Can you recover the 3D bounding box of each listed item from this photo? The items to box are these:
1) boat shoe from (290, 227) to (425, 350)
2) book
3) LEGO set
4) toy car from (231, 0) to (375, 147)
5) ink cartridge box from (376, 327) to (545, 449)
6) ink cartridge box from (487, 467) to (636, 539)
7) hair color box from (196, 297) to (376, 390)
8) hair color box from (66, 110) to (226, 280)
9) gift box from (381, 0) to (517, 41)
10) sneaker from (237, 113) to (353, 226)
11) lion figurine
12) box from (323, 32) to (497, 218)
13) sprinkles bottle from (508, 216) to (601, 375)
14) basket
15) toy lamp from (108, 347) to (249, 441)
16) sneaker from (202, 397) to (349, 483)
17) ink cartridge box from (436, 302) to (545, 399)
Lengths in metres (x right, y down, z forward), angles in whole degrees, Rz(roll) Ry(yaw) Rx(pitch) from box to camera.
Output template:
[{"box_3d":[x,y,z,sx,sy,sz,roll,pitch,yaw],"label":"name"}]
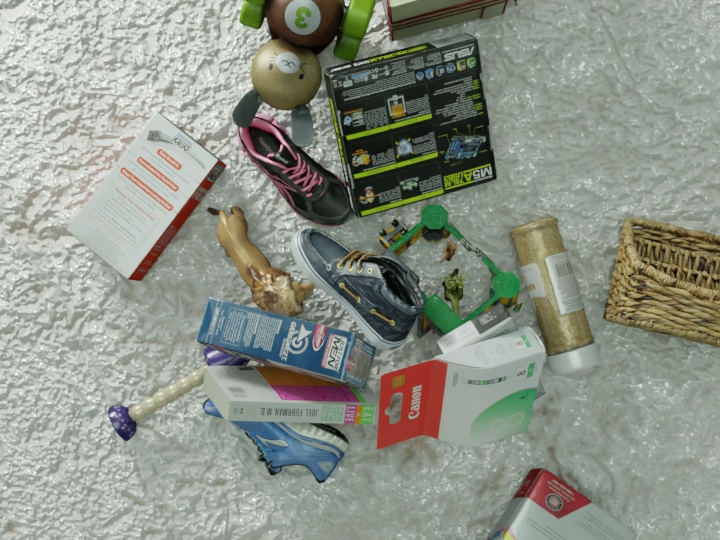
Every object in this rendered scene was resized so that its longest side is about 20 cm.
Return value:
[{"box_3d":[0.000,0.000,1.270,0.200,0.091,0.071,46,46,14],"label":"boat shoe"},{"box_3d":[-0.085,0.156,1.271,0.199,0.134,0.048,6,99,-22],"label":"book"},{"box_3d":[0.107,0.024,1.332,0.200,0.116,0.154,37,71,16],"label":"LEGO set"},{"box_3d":[-0.091,-0.266,1.303,0.163,0.158,0.201,17,80,-6],"label":"toy car"},{"box_3d":[0.121,0.161,1.240,0.199,0.162,0.050,-17,49,-17],"label":"ink cartridge box"},{"box_3d":[0.230,0.376,1.290,0.145,0.083,0.200,35,78,4],"label":"ink cartridge box"},{"box_3d":[-0.091,0.092,1.259,0.199,0.100,0.061,12,80,20],"label":"hair color box"},{"box_3d":[-0.286,-0.098,1.366,0.111,0.064,0.200,38,91,5],"label":"hair color box"},{"box_3d":[0.110,-0.406,1.293,0.186,0.200,0.186,-15,92,1],"label":"gift box"},{"box_3d":[-0.090,-0.133,1.341,0.200,0.095,0.079,41,89,2],"label":"sneaker"},{"box_3d":[-0.143,-0.015,1.324,0.072,0.122,0.200,-45,86,0],"label":"lion figurine"},{"box_3d":[0.067,-0.185,1.302,0.199,0.048,0.194,-17,117,-9],"label":"box"},{"box_3d":[0.254,0.033,1.329,0.068,0.068,0.201,-17,87,2],"label":"sprinkles bottle"},{"box_3d":[0.425,0.014,1.283,0.199,0.143,0.150,14,89,3],"label":"basket"},{"box_3d":[-0.240,0.155,1.357,0.199,0.058,0.058,-29,87,1],"label":"toy lamp"},{"box_3d":[-0.120,0.222,1.337,0.199,0.079,0.090,24,87,4],"label":"sneaker"},{"box_3d":[0.169,0.124,1.290,0.094,0.200,0.037,-30,48,1],"label":"ink cartridge box"}]
